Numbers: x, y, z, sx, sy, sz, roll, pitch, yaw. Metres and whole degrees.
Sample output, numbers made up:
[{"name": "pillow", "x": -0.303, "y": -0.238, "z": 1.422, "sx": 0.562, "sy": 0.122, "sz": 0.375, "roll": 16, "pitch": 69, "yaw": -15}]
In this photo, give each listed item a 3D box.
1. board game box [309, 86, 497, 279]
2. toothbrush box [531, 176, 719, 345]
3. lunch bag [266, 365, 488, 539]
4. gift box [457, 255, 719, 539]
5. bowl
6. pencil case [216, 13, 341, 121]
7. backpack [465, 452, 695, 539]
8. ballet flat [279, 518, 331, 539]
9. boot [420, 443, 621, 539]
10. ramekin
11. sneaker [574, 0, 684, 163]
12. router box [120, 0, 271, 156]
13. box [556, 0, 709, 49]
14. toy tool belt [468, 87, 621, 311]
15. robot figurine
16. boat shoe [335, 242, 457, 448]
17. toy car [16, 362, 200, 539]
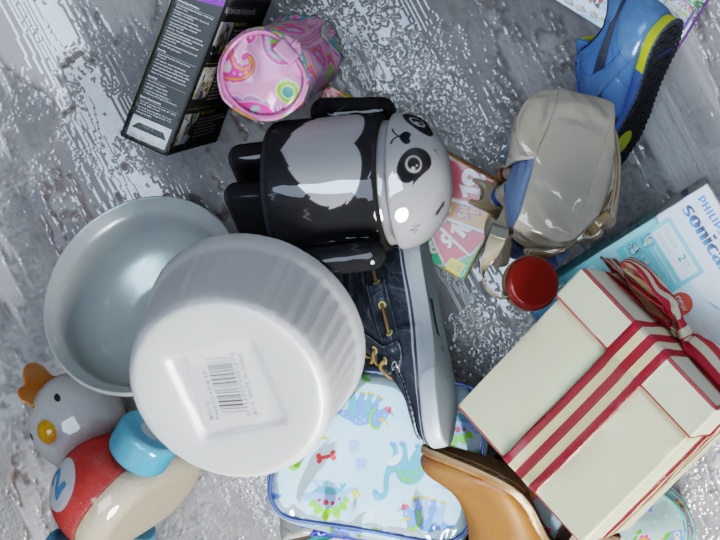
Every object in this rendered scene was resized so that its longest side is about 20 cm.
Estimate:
[{"name": "board game box", "x": 0.032, "y": -0.082, "z": 1.665, "sx": 0.199, "sy": 0.030, "sz": 0.096, "roll": 30, "pitch": 101, "yaw": 7}, {"name": "toothbrush box", "x": 0.271, "y": 0.030, "z": 1.658, "sx": 0.199, "sy": 0.085, "sz": 0.147, "roll": -32, "pitch": 92, "yaw": 11}, {"name": "lunch bag", "x": 0.016, "y": 0.170, "z": 1.662, "sx": 0.198, "sy": 0.082, "sz": 0.162, "roll": 8, "pitch": 84, "yaw": 4}, {"name": "gift box", "x": 0.219, "y": 0.100, "z": 1.545, "sx": 0.185, "sy": 0.200, "sz": 0.187, "roll": 46, "pitch": 106, "yaw": 13}, {"name": "bowl", "x": -0.192, "y": 0.039, "z": 1.717, "sx": 0.199, "sy": 0.090, "sz": 0.203, "roll": -7, "pitch": 64, "yaw": 14}, {"name": "pencil case", "x": -0.070, "y": -0.187, "z": 1.632, "sx": 0.087, "sy": 0.200, "sz": 0.088, "roll": 2, "pitch": 103, "yaw": 9}, {"name": "backpack", "x": 0.208, "y": 0.235, "z": 1.674, "sx": 0.198, "sy": 0.127, "sz": 0.168, "roll": 21, "pitch": 97, "yaw": 3}, {"name": "ballet flat", "x": 0.012, "y": 0.216, "z": 1.741, "sx": 0.198, "sy": 0.069, "sz": 0.070, "roll": -15, "pitch": 94, "yaw": 12}, {"name": "boot", "x": 0.113, "y": 0.254, "z": 1.593, "sx": 0.199, "sy": 0.077, "sz": 0.156, "roll": 29, "pitch": 98, "yaw": -4}, {"name": "ramekin", "x": -0.101, "y": 0.079, "z": 1.549, "sx": 0.198, "sy": 0.098, "sz": 0.202, "roll": 6, "pitch": 119, "yaw": 10}, {"name": "sneaker", "x": 0.223, "y": -0.164, "z": 1.636, "sx": 0.078, "sy": 0.066, "sz": 0.201, "roll": 35, "pitch": 130, "yaw": 23}, {"name": "router box", "x": -0.146, "y": -0.187, "z": 1.643, "sx": 0.051, "sy": 0.200, "sz": 0.150, "roll": 23, "pitch": 100, "yaw": 4}, {"name": "box", "x": 0.230, "y": -0.294, "z": 1.646, "sx": 0.199, "sy": 0.039, "sz": 0.137, "roll": 33, "pitch": 102, "yaw": 5}, {"name": "toy tool belt", "x": 0.158, "y": -0.055, "z": 1.585, "sx": 0.124, "sy": 0.123, "sz": 0.202, "roll": 17, "pitch": 80, "yaw": -7}, {"name": "robot figurine", "x": -0.018, "y": -0.076, "z": 1.597, "sx": 0.198, "sy": 0.125, "sz": 0.152, "roll": -3, "pitch": 96, "yaw": 12}, {"name": "boat shoe", "x": 0.029, "y": 0.070, "z": 1.614, "sx": 0.090, "sy": 0.071, "sz": 0.202, "roll": -14, "pitch": 63, "yaw": 14}, {"name": "toy car", "x": -0.266, "y": 0.165, "z": 1.735, "sx": 0.200, "sy": 0.177, "sz": 0.185, "roll": 40, "pitch": 114, "yaw": 15}]
